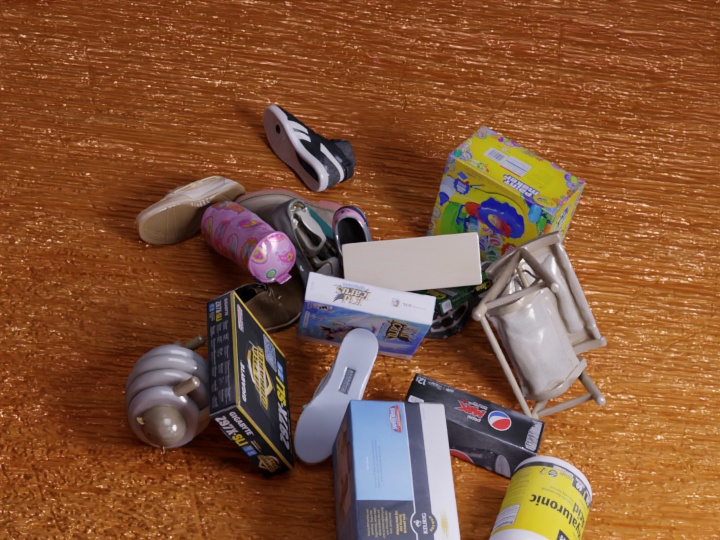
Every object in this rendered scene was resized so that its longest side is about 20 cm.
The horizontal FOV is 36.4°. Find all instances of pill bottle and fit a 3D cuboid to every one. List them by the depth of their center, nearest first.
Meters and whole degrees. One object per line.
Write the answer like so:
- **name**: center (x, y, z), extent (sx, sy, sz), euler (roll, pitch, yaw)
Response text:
- **pill bottle**: center (0.223, 0.346, 1.401), extent (0.110, 0.112, 0.201), euler (22, 44, 9)

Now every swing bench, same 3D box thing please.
- **swing bench**: center (0.266, 0.083, 1.594), extent (0.128, 0.201, 0.200), euler (-21, 17, 20)

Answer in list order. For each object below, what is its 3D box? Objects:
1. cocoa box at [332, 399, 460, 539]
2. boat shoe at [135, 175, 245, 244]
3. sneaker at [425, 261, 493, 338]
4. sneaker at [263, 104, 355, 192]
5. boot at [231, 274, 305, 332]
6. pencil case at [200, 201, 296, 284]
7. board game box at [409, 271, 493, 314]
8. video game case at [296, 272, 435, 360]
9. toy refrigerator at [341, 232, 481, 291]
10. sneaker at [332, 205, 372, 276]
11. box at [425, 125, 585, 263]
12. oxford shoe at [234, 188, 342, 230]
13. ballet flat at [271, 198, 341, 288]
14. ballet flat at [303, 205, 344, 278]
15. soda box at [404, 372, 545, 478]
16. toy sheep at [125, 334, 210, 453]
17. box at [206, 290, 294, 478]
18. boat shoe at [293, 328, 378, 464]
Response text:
- **cocoa box**: center (0.039, 0.283, 1.384), extent (0.129, 0.134, 0.202), euler (4, 52, -11)
- **boat shoe**: center (-0.284, -0.102, 1.780), extent (0.198, 0.075, 0.069), euler (-22, 41, -34)
- **sneaker**: center (0.138, 0.046, 1.747), extent (0.199, 0.078, 0.088), euler (-29, 25, -34)
- **sneaker**: center (-0.084, -0.225, 1.961), extent (0.111, 0.073, 0.201), euler (-19, 60, -35)
- **boot**: center (-0.141, 0.047, 1.651), extent (0.073, 0.076, 0.199), euler (37, 46, 26)
- **pencil case**: center (-0.174, -0.044, 1.687), extent (0.086, 0.089, 0.199), euler (-16, 27, -28)
- **board game box**: center (0.110, 0.015, 1.706), extent (0.104, 0.024, 0.199), euler (-23, 23, -23)
- **video game case**: center (0.003, 0.070, 1.575), extent (0.178, 0.200, 0.046), euler (10, 71, -3)
- **toy refrigerator**: center (0.073, -0.009, 1.598), extent (0.197, 0.077, 0.070), euler (-6, 1, -2)
- **sneaker**: center (0.000, 0.000, 1.668), extent (0.069, 0.082, 0.203), euler (-21, 90, 8)
- **box**: center (0.234, -0.093, 1.806), extent (0.199, 0.194, 0.122), euler (31, 45, 20)
- **oxford shoe**: center (-0.112, -0.081, 1.795), extent (0.197, 0.071, 0.075), euler (6, 45, -8)
- **ballet flat**: center (-0.068, -0.018, 1.679), extent (0.067, 0.063, 0.202), euler (-27, 87, -54)
- **ballet flat**: center (-0.045, -0.030, 1.751), extent (0.199, 0.076, 0.068), euler (33, 25, 2)
- **soda box**: center (0.154, 0.222, 1.543), extent (0.197, 0.071, 0.064), euler (21, 42, 7)
- **toy sheep**: center (-0.249, 0.160, 1.463), extent (0.136, 0.140, 0.201), euler (9, 29, -4)
- **box**: center (-0.149, 0.154, 1.475), extent (0.049, 0.160, 0.202), euler (-20, 43, 11)
- **boat shoe**: center (-0.036, 0.181, 1.539), extent (0.074, 0.086, 0.204), euler (22, 72, 3)
